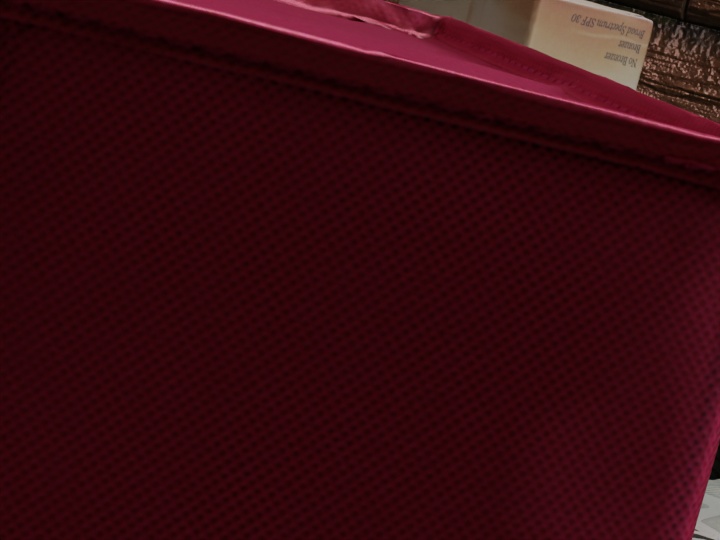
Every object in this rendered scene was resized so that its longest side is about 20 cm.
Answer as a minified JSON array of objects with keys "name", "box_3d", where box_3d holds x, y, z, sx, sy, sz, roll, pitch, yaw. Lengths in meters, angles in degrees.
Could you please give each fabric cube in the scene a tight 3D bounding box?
[{"name":"fabric cube","box_3d":[-0.080,0.044,0.434,0.199,0.200,0.196,13,8,-12]}]

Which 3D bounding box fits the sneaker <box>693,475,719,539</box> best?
[{"name":"sneaker","box_3d":[0.142,0.110,0.999,0.200,0.076,0.115,4,18,-18]}]

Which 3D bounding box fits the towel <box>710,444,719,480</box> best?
[{"name":"towel","box_3d":[0.121,0.037,1.022,0.200,0.022,0.147,-26,-38,24]}]

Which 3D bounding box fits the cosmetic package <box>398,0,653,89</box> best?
[{"name":"cosmetic package","box_3d":[0.059,-0.041,1.451,0.087,0.201,0.103,21,10,37]}]
